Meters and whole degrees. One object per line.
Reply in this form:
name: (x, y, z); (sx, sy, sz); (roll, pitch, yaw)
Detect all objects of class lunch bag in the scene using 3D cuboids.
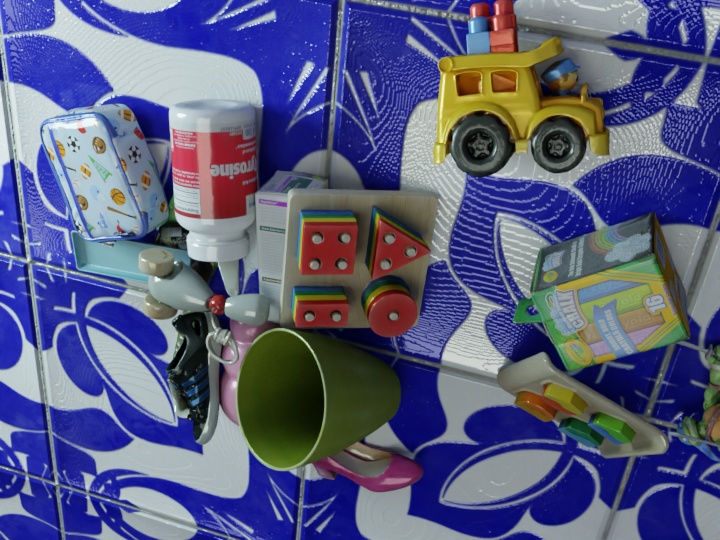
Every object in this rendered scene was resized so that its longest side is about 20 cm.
lunch bag: (-0.368, -0.133, 1.196); (0.159, 0.076, 0.202); (0, 115, 28)

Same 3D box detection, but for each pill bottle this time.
pill bottle: (-0.192, -0.119, 1.111); (0.111, 0.112, 0.202); (6, 110, 15)

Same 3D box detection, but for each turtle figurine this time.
turtle figurine: (0.481, 0.164, 1.046); (0.193, 0.144, 0.201); (-21, 113, 23)

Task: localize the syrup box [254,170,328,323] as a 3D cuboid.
syrup box: (-0.093, -0.029, 1.165); (0.081, 0.079, 0.202); (10, 121, 13)

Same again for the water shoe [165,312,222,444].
water shoe: (-0.252, 0.159, 1.245); (0.078, 0.071, 0.202); (2, 97, -21)

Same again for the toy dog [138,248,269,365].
toy dog: (-0.217, 0.027, 1.179); (0.199, 0.096, 0.132); (32, 122, 2)

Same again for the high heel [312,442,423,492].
high heel: (-0.001, 0.290, 1.322); (0.198, 0.068, 0.096); (2, 130, 32)

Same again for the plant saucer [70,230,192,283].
plant saucer: (-0.343, -0.017, 1.267); (0.198, 0.019, 0.070); (10, 121, 13)

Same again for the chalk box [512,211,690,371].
chalk box: (0.291, 0.034, 1.047); (0.199, 0.125, 0.124); (-20, 110, 28)

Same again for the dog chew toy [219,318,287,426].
dog chew toy: (-0.155, 0.136, 1.260); (0.123, 0.125, 0.202); (8, 112, 14)

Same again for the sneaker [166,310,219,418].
sneaker: (-0.261, 0.147, 1.304); (0.067, 0.090, 0.201); (16, 128, 10)

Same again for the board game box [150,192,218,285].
board game box: (-0.246, -0.051, 1.238); (0.104, 0.023, 0.201); (34, 124, 1)

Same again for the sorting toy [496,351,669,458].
sorting toy: (0.288, 0.192, 1.128); (0.199, 0.037, 0.185); (35, 162, 0)

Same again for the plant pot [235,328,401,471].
plant pot: (-0.042, 0.177, 1.185); (0.186, 0.199, 0.189); (-4, 84, 43)

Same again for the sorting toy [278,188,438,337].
sorting toy: (0.000, 0.000, 1.103); (0.197, 0.070, 0.202); (0, 119, -13)

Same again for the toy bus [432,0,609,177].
toy bus: (0.182, -0.210, 0.956); (0.198, 0.136, 0.194); (1, 103, 16)
